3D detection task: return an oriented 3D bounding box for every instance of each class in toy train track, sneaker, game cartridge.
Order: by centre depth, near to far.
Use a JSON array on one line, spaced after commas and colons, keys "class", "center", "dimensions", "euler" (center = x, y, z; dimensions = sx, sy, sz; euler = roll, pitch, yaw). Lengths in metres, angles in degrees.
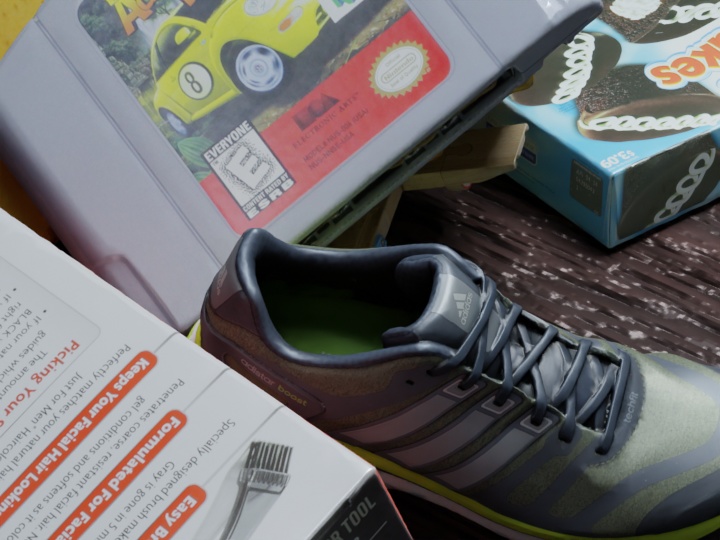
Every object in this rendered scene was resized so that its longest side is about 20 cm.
[{"class": "sneaker", "center": [0.038, 0.037, 0.910], "dimensions": [0.198, 0.081, 0.074], "euler": [10, 58, 1]}, {"class": "game cartridge", "center": [-0.032, -0.078, 0.995], "dimensions": [0.200, 0.041, 0.133], "euler": [-40, 73, 4]}, {"class": "toy train track", "center": [0.000, 0.000, 1.023], "dimensions": [0.114, 0.033, 0.201], "euler": [-5, 40, 25]}]

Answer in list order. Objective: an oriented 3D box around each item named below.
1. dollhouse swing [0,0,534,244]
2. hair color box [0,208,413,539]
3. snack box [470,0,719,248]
[{"class": "dollhouse swing", "center": [-0.039, -0.097, 1.106], "dimensions": [0.199, 0.176, 0.183], "euler": [-19, 79, 8]}, {"class": "hair color box", "center": [-0.088, 0.069, 0.878], "dimensions": [0.111, 0.064, 0.200], "euler": [-46, 50, -15]}, {"class": "snack box", "center": [0.137, -0.083, 1.134], "dimensions": [0.199, 0.037, 0.116], "euler": [-24, 42, -29]}]
